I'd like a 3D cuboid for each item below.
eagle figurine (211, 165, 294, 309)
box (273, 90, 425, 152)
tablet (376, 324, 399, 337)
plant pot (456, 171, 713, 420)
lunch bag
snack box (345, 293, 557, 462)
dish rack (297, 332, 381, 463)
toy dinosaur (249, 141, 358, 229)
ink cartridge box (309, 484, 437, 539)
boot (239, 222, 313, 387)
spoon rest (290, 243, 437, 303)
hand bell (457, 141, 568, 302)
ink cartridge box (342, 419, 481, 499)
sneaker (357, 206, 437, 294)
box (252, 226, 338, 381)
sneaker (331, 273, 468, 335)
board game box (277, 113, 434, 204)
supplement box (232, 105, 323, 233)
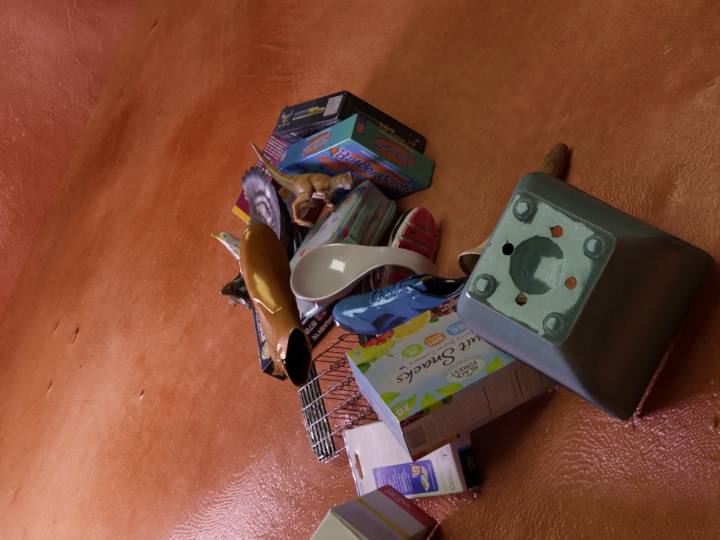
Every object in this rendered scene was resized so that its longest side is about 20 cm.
[{"bbox_3d":[-0.155,-0.043,1.884,0.151,0.150,0.202,15,76,54],"label":"eagle figurine"},{"bbox_3d":[-0.019,-0.206,1.875,0.199,0.157,0.052,-2,64,58],"label":"box"},{"bbox_3d":[0.095,0.093,1.530,0.128,0.014,0.201,-19,35,-6],"label":"tablet"},{"bbox_3d":[0.208,0.014,1.230,0.195,0.199,0.198,30,94,27],"label":"plant pot"},{"bbox_3d":[-0.031,-0.030,1.782,0.160,0.077,0.201,-36,19,46],"label":"lunch bag"},{"bbox_3d":[0.106,0.112,1.419,0.198,0.068,0.169,-27,32,-9],"label":"snack box"},{"bbox_3d":[-0.014,0.167,1.649,0.200,0.054,0.155,-38,59,47],"label":"dish rack"},{"bbox_3d":[-0.082,-0.121,1.806,0.198,0.060,0.108,11,86,32],"label":"toy dinosaur"},{"bbox_3d":[-0.007,0.336,1.400,0.083,0.200,0.146,36,100,17],"label":"ink cartridge box"},{"bbox_3d":[-0.107,0.046,1.662,0.144,0.070,0.204,-135,31,-63],"label":"boot"},{"bbox_3d":[0.000,0.000,1.624,0.197,0.061,0.100,-2,47,16],"label":"spoon rest"},{"bbox_3d":[0.208,-0.073,1.509,0.104,0.104,0.202,-4,52,57],"label":"hand bell"},{"bbox_3d":[0.060,0.226,1.497,0.199,0.039,0.101,-18,85,50],"label":"ink cartridge box"},{"bbox_3d":[0.041,0.005,1.702,0.087,0.073,0.203,14,84,54],"label":"sneaker"},{"bbox_3d":[-0.106,0.048,1.933,0.159,0.046,0.201,-49,33,25],"label":"box"},{"bbox_3d":[0.054,0.034,1.546,0.197,0.079,0.066,-2,39,20],"label":"sneaker"},{"bbox_3d":[-0.009,-0.155,1.825,0.199,0.151,0.046,-17,51,53],"label":"board game box"},{"bbox_3d":[-0.112,-0.154,2.031,0.202,0.110,0.086,-62,30,4],"label":"supplement box"}]
